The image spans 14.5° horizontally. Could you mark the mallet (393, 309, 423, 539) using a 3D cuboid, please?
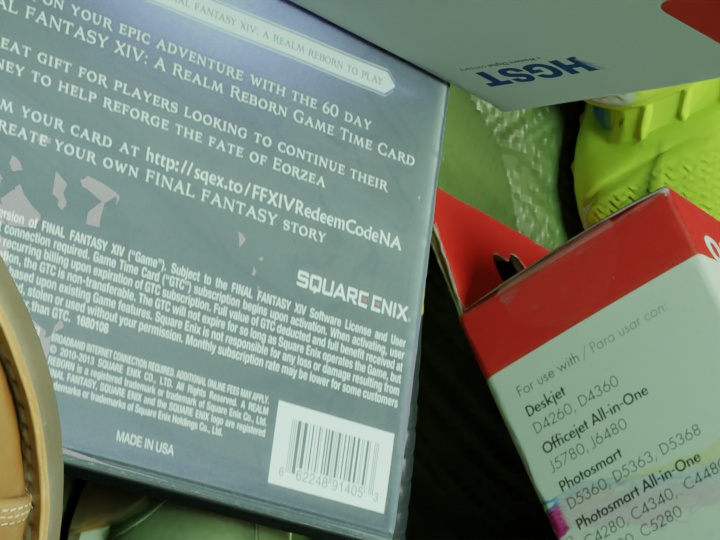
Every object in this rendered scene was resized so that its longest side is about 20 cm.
[{"bbox_3d":[0.000,0.000,0.683,0.041,0.066,0.201,-9,114,-60],"label":"mallet"}]

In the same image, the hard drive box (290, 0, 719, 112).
[{"bbox_3d":[0.021,-0.106,0.517,0.199,0.155,0.077,23,71,-39],"label":"hard drive box"}]

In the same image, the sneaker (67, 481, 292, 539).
[{"bbox_3d":[-0.021,0.126,0.582,0.067,0.089,0.201,38,58,-55],"label":"sneaker"}]

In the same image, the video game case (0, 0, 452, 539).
[{"bbox_3d":[-0.035,-0.055,0.577,0.142,0.019,0.201,19,72,-41],"label":"video game case"}]

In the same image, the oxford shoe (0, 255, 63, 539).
[{"bbox_3d":[-0.093,0.045,0.472,0.071,0.071,0.201,-42,128,-47],"label":"oxford shoe"}]

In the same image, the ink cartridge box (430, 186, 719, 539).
[{"bbox_3d":[0.096,0.056,0.727,0.116,0.067,0.201,26,37,-60],"label":"ink cartridge box"}]

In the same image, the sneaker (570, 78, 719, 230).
[{"bbox_3d":[0.095,-0.098,0.800,0.105,0.075,0.201,-64,162,-50],"label":"sneaker"}]
